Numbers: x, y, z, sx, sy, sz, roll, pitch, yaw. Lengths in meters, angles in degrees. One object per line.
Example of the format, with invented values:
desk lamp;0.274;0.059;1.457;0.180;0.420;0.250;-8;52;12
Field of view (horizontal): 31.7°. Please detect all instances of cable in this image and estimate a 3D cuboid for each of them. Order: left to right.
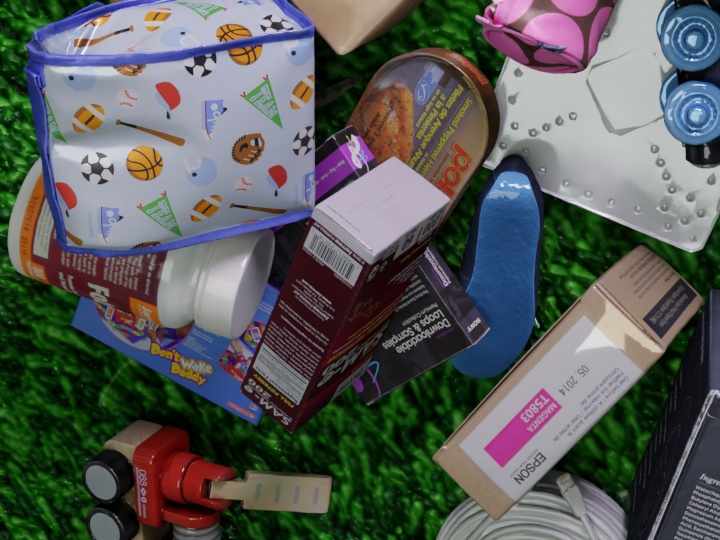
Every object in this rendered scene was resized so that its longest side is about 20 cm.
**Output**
cable;0.159;0.276;1.128;0.199;0.069;0.201;-35;96;26

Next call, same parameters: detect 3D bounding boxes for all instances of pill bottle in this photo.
pill bottle;-0.179;-0.020;1.055;0.198;0.114;0.115;19;114;10

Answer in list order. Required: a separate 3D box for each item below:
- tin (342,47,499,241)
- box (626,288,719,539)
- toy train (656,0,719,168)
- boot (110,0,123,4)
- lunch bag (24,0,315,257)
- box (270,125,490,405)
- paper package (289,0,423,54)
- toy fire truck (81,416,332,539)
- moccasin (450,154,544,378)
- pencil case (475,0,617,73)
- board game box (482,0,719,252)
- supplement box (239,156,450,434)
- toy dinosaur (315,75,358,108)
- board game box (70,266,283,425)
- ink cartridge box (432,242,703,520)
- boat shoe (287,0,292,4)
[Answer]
tin;0.038;-0.089;1.035;0.112;0.042;0.201;42;125;13
box;0.289;0.151;0.968;0.123;0.200;0.199;18;114;9
toy train;0.268;-0.173;0.896;0.113;0.087;0.202;-4;108;12
boot;-0.225;-0.272;1.051;0.154;0.073;0.202;17;116;13
lunch bag;-0.142;-0.112;0.943;0.198;0.124;0.172;-17;127;-22
box;0.000;0.000;1.049;0.143;0.036;0.201;-33;90;44
paper package;0.007;-0.298;0.950;0.200;0.103;0.191;-41;92;26
toy fire truck;-0.141;0.239;1.195;0.198;0.129;0.178;10;113;25
moccasin;0.119;-0.001;1.038;0.080;0.068;0.201;14;127;1
pencil case;0.155;-0.242;0.895;0.093;0.091;0.202;22;89;-22
board game box;0.211;-0.141;0.984;0.198;0.026;0.202;23;114;8
supplement box;-0.014;0.021;0.973;0.061;0.109;0.201;38;132;15
toy dinosaur;-0.108;-0.140;1.051;0.198;0.048;0.089;9;132;-16
board game box;-0.151;0.033;1.152;0.199;0.045;0.135;28;115;6
ink cartridge box;0.166;0.084;0.999;0.075;0.165;0.200;44;117;9
boat shoe;-0.126;-0.245;0.990;0.065;0.072;0.200;-44;129;8
